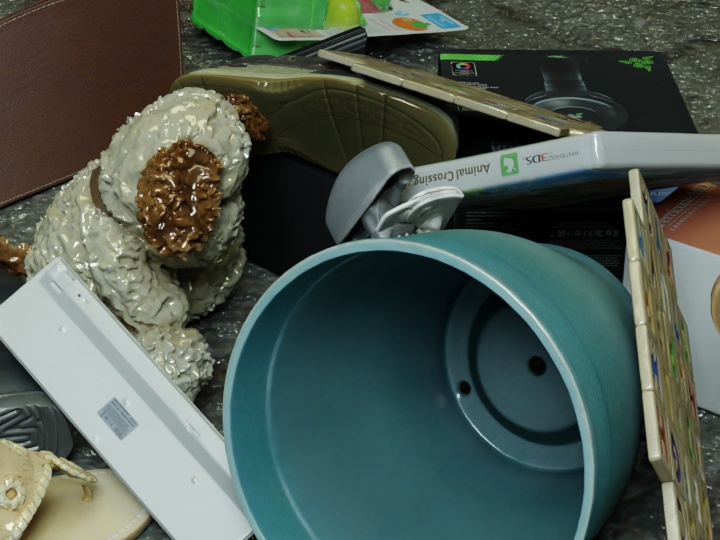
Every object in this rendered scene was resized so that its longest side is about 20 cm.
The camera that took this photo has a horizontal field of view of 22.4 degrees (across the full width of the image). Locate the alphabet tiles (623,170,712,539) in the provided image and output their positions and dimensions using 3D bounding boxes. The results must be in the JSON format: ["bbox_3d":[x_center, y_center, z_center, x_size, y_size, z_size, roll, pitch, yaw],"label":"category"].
[{"bbox_3d":[0.158,0.059,0.928,0.006,0.167,0.202,-9,63,15],"label":"alphabet tiles"}]

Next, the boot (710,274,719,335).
[{"bbox_3d":[0.254,-0.017,0.977,0.198,0.077,0.156,-10,30,-13],"label":"boot"}]

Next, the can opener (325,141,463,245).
[{"bbox_3d":[0.000,0.000,1.036,0.053,0.200,0.067,-19,67,-30],"label":"can opener"}]

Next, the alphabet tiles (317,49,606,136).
[{"bbox_3d":[0.078,-0.107,1.142,0.198,0.006,0.166,19,9,13],"label":"alphabet tiles"}]

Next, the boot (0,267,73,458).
[{"bbox_3d":[-0.265,0.051,1.073,0.163,0.066,0.200,-1,32,-21],"label":"boot"}]

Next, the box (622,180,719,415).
[{"bbox_3d":[0.277,0.019,1.097,0.199,0.107,0.152,20,35,30],"label":"box"}]

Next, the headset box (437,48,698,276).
[{"bbox_3d":[0.143,-0.082,1.288,0.172,0.094,0.201,1,29,-1],"label":"headset box"}]

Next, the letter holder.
[{"bbox_3d":[-0.238,-0.151,1.352,0.100,0.143,0.199,26,38,37],"label":"letter holder"}]

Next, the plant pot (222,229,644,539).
[{"bbox_3d":[0.062,0.066,0.940,0.199,0.202,0.188,16,19,26],"label":"plant pot"}]

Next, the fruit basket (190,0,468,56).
[{"bbox_3d":[-0.037,-0.237,1.560,0.199,0.095,0.185,-15,33,-31],"label":"fruit basket"}]

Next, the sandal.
[{"bbox_3d":[-0.203,0.120,0.950,0.210,0.070,0.078,-14,33,-23],"label":"sandal"}]

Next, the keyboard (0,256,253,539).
[{"bbox_3d":[-0.126,0.076,0.991,0.056,0.011,0.200,-43,69,-4],"label":"keyboard"}]

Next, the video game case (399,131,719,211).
[{"bbox_3d":[0.120,-0.055,1.049,0.181,0.022,0.199,-9,-4,42],"label":"video game case"}]

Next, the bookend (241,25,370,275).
[{"bbox_3d":[-0.001,-0.076,1.275,0.199,0.093,0.198,27,39,37],"label":"bookend"}]

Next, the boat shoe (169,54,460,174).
[{"bbox_3d":[-0.024,-0.107,1.163,0.199,0.072,0.066,9,37,23],"label":"boat shoe"}]

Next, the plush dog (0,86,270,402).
[{"bbox_3d":[-0.126,-0.035,1.079,0.160,0.172,0.200,33,26,-11],"label":"plush dog"}]
